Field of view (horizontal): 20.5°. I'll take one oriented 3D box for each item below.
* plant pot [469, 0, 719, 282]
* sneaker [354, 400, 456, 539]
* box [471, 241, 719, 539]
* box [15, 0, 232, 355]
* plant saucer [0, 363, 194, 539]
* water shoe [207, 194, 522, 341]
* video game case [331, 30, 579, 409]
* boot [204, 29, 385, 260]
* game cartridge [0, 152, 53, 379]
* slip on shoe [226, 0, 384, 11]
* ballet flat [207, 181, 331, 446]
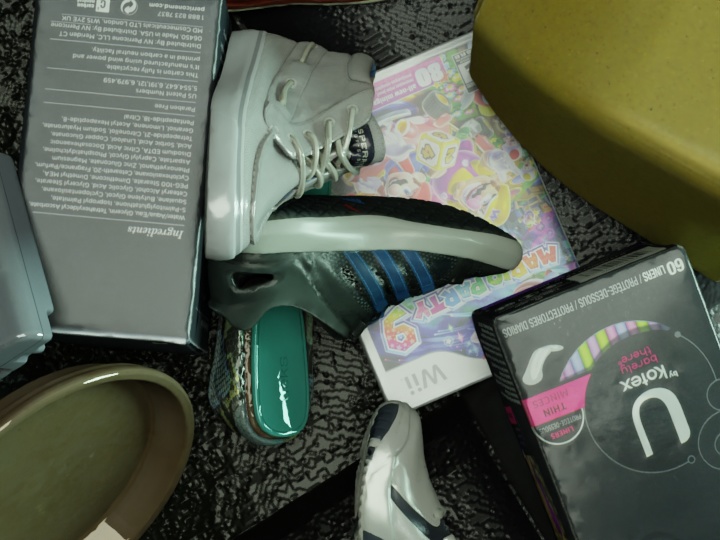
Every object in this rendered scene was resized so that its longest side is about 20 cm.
[{"bbox_3d":[0.174,-0.136,1.155,0.199,0.196,0.195,26,81,7],"label":"plant pot"},{"bbox_3d":[0.061,0.178,1.177,0.129,0.079,0.201,1,85,-3],"label":"sneaker"},{"bbox_3d":[0.158,0.097,1.162,0.122,0.106,0.201,-22,93,-3],"label":"box"},{"bbox_3d":[-0.136,-0.056,1.156,0.106,0.148,0.201,4,84,-1],"label":"box"},{"bbox_3d":[-0.181,0.128,1.127,0.200,0.200,0.029,-44,60,-5],"label":"plant saucer"},{"bbox_3d":[0.000,0.000,1.164,0.199,0.071,0.079,4,106,-26],"label":"water shoe"},{"bbox_3d":[0.046,-0.029,1.224,0.143,0.018,0.201,-23,86,-4],"label":"video game case"},{"bbox_3d":[-0.033,-0.072,1.093,0.095,0.200,0.074,5,126,0],"label":"boot"},{"bbox_3d":[-0.258,0.022,1.103,0.200,0.041,0.134,-32,70,29],"label":"game cartridge"},{"bbox_3d":[-0.018,-0.201,1.217,0.199,0.061,0.075,-10,84,-4],"label":"slip on shoe"},{"bbox_3d":[-0.062,0.003,1.194,0.074,0.074,0.201,6,84,-1],"label":"ballet flat"}]
